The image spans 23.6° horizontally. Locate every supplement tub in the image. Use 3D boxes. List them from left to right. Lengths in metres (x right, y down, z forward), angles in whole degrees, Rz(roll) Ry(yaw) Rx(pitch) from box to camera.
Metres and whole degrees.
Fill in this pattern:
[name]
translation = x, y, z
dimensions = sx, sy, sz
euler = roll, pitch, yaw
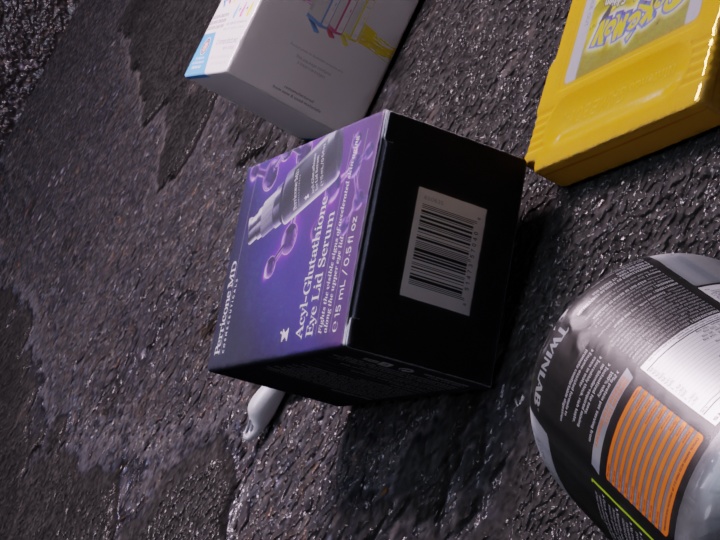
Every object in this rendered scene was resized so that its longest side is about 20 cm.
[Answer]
[supplement tub]
translation = 0.151, 0.075, 0.649
dimensions = 0.123, 0.123, 0.200
euler = -60, 21, 7

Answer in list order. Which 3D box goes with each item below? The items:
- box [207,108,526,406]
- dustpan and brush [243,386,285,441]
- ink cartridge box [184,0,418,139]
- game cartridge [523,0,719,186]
[box]
translation = 0.000, 0.000, 1.078
dimensions = 0.200, 0.104, 0.148
euler = -17, 60, 60
[dustpan and brush]
translation = -0.044, 0.034, 1.266
dimensions = 0.200, 0.057, 0.140
euler = -55, 33, 2
[ink cartridge box]
translation = -0.036, -0.224, 1.439
dimensions = 0.200, 0.125, 0.129
euler = -65, 21, -5
[game cartridge]
translation = 0.173, -0.155, 1.002
dimensions = 0.176, 0.032, 0.200
euler = -22, 44, 60
